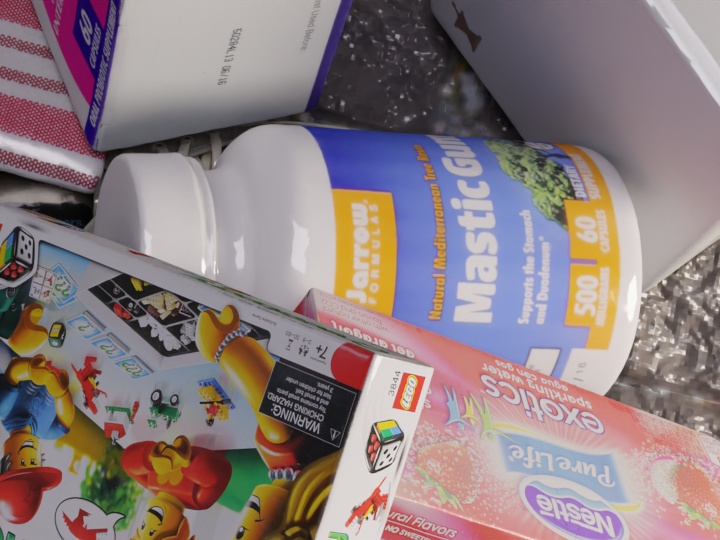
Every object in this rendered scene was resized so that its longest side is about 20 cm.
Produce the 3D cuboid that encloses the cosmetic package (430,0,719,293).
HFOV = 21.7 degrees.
[{"bbox_3d":[0.165,-0.128,0.780,0.200,0.167,0.167,-32,81,-17],"label":"cosmetic package"}]

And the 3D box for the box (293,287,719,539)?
[{"bbox_3d":[0.045,0.099,0.694,0.199,0.103,0.095,22,33,-28],"label":"box"}]

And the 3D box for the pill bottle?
[{"bbox_3d":[0.000,0.000,0.740,0.199,0.112,0.113,2,75,-22],"label":"pill bottle"}]

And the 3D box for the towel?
[{"bbox_3d":[-0.155,-0.126,0.793,0.146,0.030,0.201,16,56,-4],"label":"towel"}]

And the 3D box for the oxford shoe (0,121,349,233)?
[{"bbox_3d":[-0.080,-0.029,0.790,0.199,0.058,0.076,-3,74,-9],"label":"oxford shoe"}]

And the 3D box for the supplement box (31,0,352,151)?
[{"bbox_3d":[-0.088,-0.164,0.755,0.103,0.101,0.201,-13,62,-22],"label":"supplement box"}]

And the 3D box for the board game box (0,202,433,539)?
[{"bbox_3d":[-0.076,0.061,0.629,0.199,0.035,0.127,19,92,40],"label":"board game box"}]
